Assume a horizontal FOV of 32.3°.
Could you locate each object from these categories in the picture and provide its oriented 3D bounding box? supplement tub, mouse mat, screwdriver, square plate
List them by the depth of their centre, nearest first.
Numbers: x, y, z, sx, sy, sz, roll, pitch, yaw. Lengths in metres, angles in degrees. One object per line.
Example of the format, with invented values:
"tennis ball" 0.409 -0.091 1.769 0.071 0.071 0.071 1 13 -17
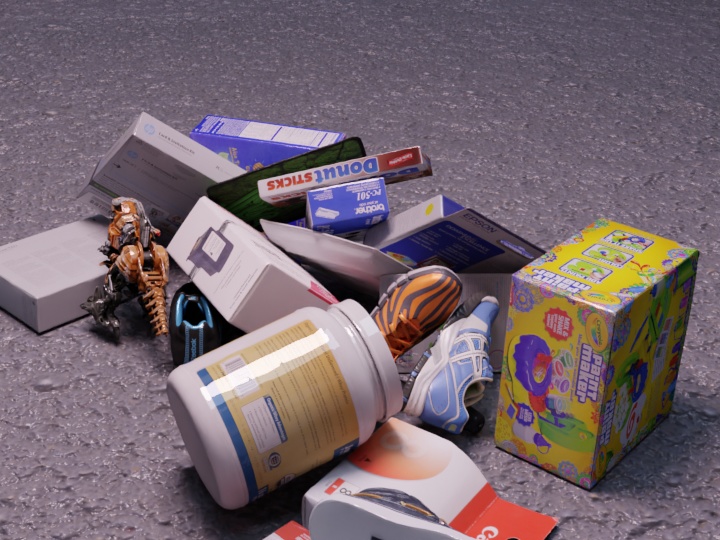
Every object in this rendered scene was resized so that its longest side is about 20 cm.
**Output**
"supplement tub" -0.073 0.124 1.199 0.198 0.147 0.145 -24 35 -18
"screwdriver" 0.054 0.133 1.373 0.198 0.028 0.029 21 61 34
"square plate" 0.000 0.000 1.493 0.196 0.029 0.199 16 -10 42
"mouse mat" -0.082 -0.099 1.537 0.197 0.161 0.008 -18 67 2

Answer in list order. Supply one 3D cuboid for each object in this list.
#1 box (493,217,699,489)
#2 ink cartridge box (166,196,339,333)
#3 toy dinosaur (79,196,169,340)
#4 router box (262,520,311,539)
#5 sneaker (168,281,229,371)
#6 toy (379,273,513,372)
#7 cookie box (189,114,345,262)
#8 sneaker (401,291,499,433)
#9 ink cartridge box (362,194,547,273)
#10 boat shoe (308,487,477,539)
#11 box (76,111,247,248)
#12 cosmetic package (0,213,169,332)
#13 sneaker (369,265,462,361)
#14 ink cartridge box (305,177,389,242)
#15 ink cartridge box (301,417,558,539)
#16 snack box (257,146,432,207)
"box" 0.247 0.081 1.297 0.121 0.203 0.192 21 31 32
"ink cartridge box" -0.121 0.013 1.451 0.144 0.085 0.200 34 5 -38
"toy dinosaur" -0.265 0.002 1.445 0.100 0.137 0.201 13 35 -14
"router box" -0.045 0.304 0.998 0.198 0.050 0.178 24 33 34
"sneaker" -0.186 0.055 1.436 0.072 0.083 0.201 -4 26 -9
"toy" 0.116 0.056 1.436 0.196 0.117 0.047 -1 14 -9
"cookie box" -0.123 -0.106 1.660 0.196 0.174 0.075 9 30 10
"sneaker" 0.108 0.100 1.335 0.076 0.076 0.201 31 47 7
"ink cartridge box" 0.135 -0.023 1.451 0.196 0.199 0.048 27 60 -29
"boat shoe" 0.059 0.232 1.040 0.198 0.072 0.091 21 11 26
"box" -0.254 -0.107 1.576 0.154 0.199 0.042 29 58 -20
"cosmetic package" -0.363 -0.002 1.561 0.150 0.052 0.198 28 36 36
"sneaker" 0.034 0.087 1.329 0.077 0.200 0.113 38 25 -21
"ink cartridge box" -0.019 -0.066 1.509 0.092 0.045 0.200 -10 -7 -4
"ink cartridge box" 0.067 0.224 1.169 0.197 0.051 0.162 16 30 30
"snack box" -0.017 -0.109 1.461 0.196 0.025 0.072 -11 -10 12
